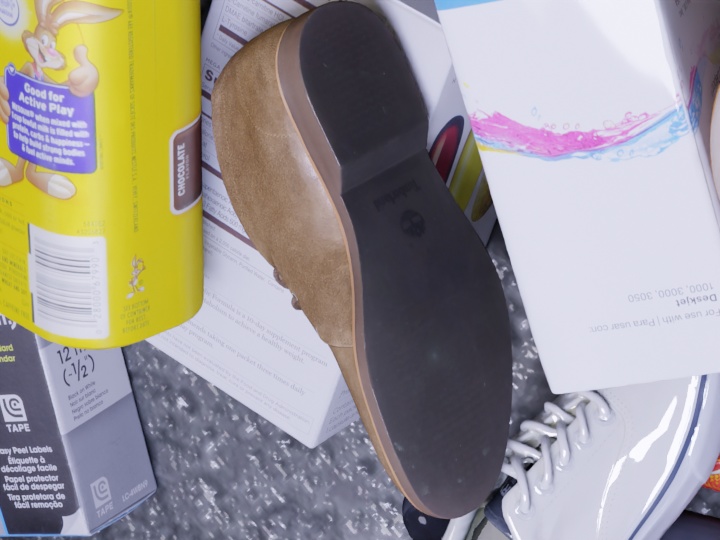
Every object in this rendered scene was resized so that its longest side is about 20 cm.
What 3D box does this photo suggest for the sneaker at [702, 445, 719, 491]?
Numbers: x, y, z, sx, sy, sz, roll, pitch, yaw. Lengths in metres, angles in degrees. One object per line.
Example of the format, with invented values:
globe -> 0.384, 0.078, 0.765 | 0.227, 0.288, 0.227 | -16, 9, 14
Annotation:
sneaker -> 0.182, 0.085, 1.138 | 0.200, 0.073, 0.077 | 19, 137, 32

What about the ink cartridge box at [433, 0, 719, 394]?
ink cartridge box -> 0.094, -0.075, 1.027 | 0.084, 0.145, 0.200 | -11, 111, 21

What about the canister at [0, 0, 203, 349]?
canister -> -0.123, -0.085, 1.113 | 0.148, 0.086, 0.200 | 29, 128, 41

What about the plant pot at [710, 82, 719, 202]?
plant pot -> 0.215, -0.064, 0.980 | 0.200, 0.183, 0.201 | 13, 115, 29

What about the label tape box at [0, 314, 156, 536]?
label tape box -> -0.192, 0.026, 1.357 | 0.143, 0.066, 0.200 | -3, 109, 34

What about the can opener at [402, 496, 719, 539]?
can opener -> 0.104, 0.114, 1.176 | 0.200, 0.079, 0.063 | 7, 133, 39

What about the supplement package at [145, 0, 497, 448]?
supplement package -> -0.006, -0.049, 1.173 | 0.109, 0.114, 0.200 | 31, 123, 20

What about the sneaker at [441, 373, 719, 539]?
sneaker -> 0.082, 0.083, 1.108 | 0.073, 0.071, 0.200 | 34, 102, 48

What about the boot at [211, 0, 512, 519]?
boot -> 0.000, 0.000, 1.087 | 0.075, 0.074, 0.200 | -15, 94, 48
